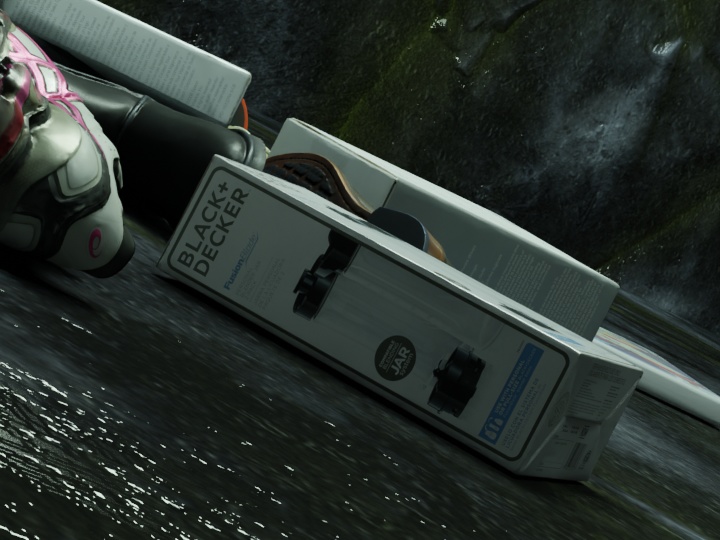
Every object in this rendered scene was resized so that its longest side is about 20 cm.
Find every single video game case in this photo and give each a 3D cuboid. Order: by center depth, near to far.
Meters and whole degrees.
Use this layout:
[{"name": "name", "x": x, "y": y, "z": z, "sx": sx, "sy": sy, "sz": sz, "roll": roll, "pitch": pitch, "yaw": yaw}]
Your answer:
[{"name": "video game case", "x": 0.184, "y": 0.057, "z": 1.967, "sx": 0.200, "sy": 0.023, "sz": 0.182, "roll": 26, "pitch": 5, "yaw": -16}]

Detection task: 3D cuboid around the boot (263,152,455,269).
[{"name": "boot", "x": 0.000, "y": 0.000, "z": 1.364, "sx": 0.097, "sy": 0.075, "sz": 0.200, "roll": 45, "pitch": -6, "yaw": -34}]

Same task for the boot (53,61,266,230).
[{"name": "boot", "x": -0.163, "y": -0.088, "z": 1.297, "sx": 0.200, "sy": 0.066, "sz": 0.165, "roll": 29, "pitch": -5, "yaw": -22}]

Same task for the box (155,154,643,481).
[{"name": "box", "x": 0.019, "y": 0.023, "z": 1.124, "sx": 0.200, "sy": 0.060, "sz": 0.117, "roll": 28, "pitch": 4, "yaw": 23}]

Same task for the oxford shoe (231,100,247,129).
[{"name": "oxford shoe", "x": -0.172, "y": -0.117, "z": 1.737, "sx": 0.072, "sy": 0.071, "sz": 0.200, "roll": -7, "pitch": -17, "yaw": 40}]

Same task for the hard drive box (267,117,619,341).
[{"name": "hard drive box", "x": 0.045, "y": -0.015, "z": 1.621, "sx": 0.200, "sy": 0.077, "sz": 0.156, "roll": 25, "pitch": 4, "yaw": -33}]

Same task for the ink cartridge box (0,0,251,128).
[{"name": "ink cartridge box", "x": -0.174, "y": -0.121, "z": 1.457, "sx": 0.200, "sy": 0.041, "sz": 0.200, "roll": 27, "pitch": -14, "yaw": -5}]

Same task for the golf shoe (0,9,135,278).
[{"name": "golf shoe", "x": -0.141, "y": -0.046, "z": 0.990, "sx": 0.092, "sy": 0.073, "sz": 0.200, "roll": 44, "pitch": 4, "yaw": -21}]

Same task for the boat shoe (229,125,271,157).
[{"name": "boat shoe", "x": -0.106, "y": -0.086, "z": 1.644, "sx": 0.200, "sy": 0.063, "sz": 0.073, "roll": 24, "pitch": 5, "yaw": -37}]
